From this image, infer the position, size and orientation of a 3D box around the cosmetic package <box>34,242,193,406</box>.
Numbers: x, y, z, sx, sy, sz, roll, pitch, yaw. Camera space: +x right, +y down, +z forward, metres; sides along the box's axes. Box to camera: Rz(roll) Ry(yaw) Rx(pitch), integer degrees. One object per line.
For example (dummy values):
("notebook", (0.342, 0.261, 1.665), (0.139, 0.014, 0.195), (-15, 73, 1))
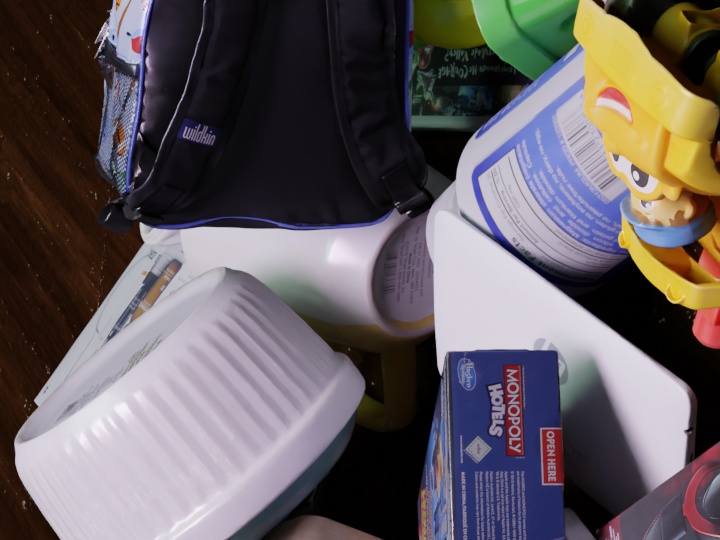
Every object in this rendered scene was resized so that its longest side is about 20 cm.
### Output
("cosmetic package", (-0.142, 0.063, 1.935), (0.151, 0.052, 0.200), (-57, 22, -1))

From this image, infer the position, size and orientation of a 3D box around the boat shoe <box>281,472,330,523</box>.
("boat shoe", (-0.054, 0.173, 1.822), (0.062, 0.073, 0.200), (53, 132, 49))

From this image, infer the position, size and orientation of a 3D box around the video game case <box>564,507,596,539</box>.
("video game case", (0.112, 0.235, 1.484), (0.143, 0.018, 0.200), (-121, 31, -83))

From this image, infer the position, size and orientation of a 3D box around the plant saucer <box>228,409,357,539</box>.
("plant saucer", (-0.074, 0.134, 1.693), (0.200, 0.027, 0.200), (-38, 10, 7))

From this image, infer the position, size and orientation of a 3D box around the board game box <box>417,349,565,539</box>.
("board game box", (0.069, 0.159, 1.527), (0.200, 0.062, 0.200), (103, 166, -77))

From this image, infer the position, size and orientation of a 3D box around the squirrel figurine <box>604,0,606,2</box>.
("squirrel figurine", (0.177, -0.218, 1.410), (0.142, 0.200, 0.187), (47, 147, 31))

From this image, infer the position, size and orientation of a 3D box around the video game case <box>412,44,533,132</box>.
("video game case", (0.091, -0.174, 1.720), (0.200, 0.023, 0.182), (6, 87, 59))

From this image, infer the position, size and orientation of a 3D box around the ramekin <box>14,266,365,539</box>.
("ramekin", (-0.105, 0.087, 1.633), (0.200, 0.105, 0.200), (-38, 10, 8))

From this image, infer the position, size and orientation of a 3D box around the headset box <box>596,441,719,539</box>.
("headset box", (0.199, 0.165, 1.391), (0.200, 0.075, 0.149), (-43, 46, 46))

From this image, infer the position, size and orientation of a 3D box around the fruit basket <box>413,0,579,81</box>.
("fruit basket", (0.071, -0.192, 1.605), (0.215, 0.155, 0.216), (-7, 74, 26))

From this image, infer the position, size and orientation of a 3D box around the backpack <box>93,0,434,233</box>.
("backpack", (-0.057, -0.127, 1.596), (0.154, 0.200, 0.191), (-132, 46, -53))

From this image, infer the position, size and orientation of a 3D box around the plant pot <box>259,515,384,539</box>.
("plant pot", (-0.023, 0.253, 1.642), (0.200, 0.200, 0.177), (-26, 47, 55))

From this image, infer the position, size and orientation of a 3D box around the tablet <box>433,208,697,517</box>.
("tablet", (0.106, 0.062, 1.528), (0.200, 0.014, 0.130), (38, 145, 36))

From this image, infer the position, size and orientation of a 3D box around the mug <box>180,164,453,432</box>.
("mug", (0.003, -0.009, 1.746), (0.149, 0.187, 0.153), (-50, 39, -12))

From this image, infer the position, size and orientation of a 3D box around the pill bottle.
("pill bottle", (0.122, -0.053, 1.545), (0.200, 0.112, 0.112), (-40, 49, 49))

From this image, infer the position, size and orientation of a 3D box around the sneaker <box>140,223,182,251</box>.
("sneaker", (-0.069, -0.065, 1.868), (0.200, 0.115, 0.074), (-46, 43, 42))

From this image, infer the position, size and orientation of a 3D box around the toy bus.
("toy bus", (0.187, -0.040, 1.359), (0.136, 0.200, 0.192), (54, 135, 48))
